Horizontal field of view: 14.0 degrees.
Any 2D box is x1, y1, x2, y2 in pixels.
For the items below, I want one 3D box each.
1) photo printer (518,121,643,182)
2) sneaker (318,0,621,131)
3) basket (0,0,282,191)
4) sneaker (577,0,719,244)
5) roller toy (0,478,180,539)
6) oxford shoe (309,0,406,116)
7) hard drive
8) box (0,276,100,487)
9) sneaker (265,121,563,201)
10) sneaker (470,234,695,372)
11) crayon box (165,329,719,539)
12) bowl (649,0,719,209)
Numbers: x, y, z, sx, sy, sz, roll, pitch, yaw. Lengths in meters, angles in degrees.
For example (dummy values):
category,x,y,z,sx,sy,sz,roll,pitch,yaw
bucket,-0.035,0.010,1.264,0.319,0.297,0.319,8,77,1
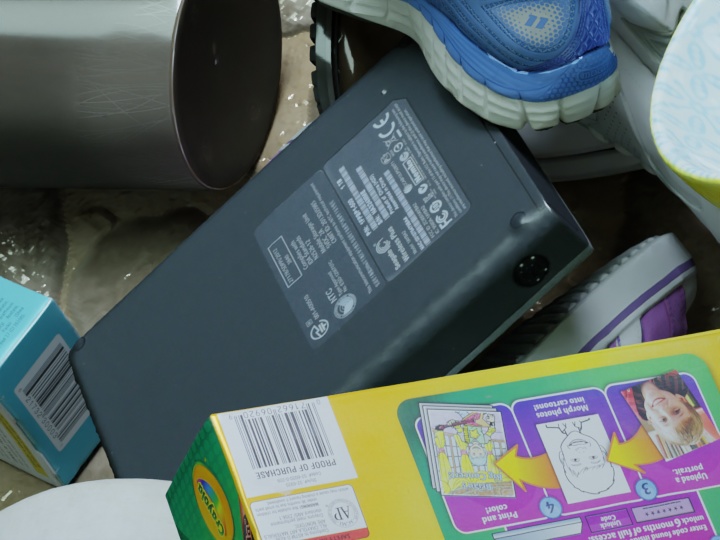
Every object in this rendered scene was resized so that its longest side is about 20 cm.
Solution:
category,x,y,z,sx,sy,sz,roll,pitch,yaw
photo printer,0.087,-0.126,1.265,0.165,0.070,0.201,0,56,25
sneaker,0.026,-0.137,1.103,0.078,0.090,0.200,-27,47,-35
basket,-0.147,-0.101,1.318,0.199,0.137,0.180,6,26,22
sneaker,0.125,-0.068,1.143,0.078,0.201,0.099,-32,2,-32
roller toy,-0.079,0.181,1.020,0.181,0.201,0.140,-1,32,7
oxford shoe,0.038,-0.135,1.201,0.084,0.073,0.201,9,60,28
hard drive,-0.018,0.012,1.110,0.200,0.033,0.140,-42,40,11
box,-0.199,0.023,1.282,0.199,0.082,0.049,22,65,36
sneaker,0.000,0.001,1.181,0.114,0.073,0.200,-43,22,-23
sneaker,0.090,0.074,1.109,0.073,0.114,0.200,-35,7,47
crayon box,0.050,0.096,0.961,0.199,0.058,0.119,-8,61,-25
bowl,0.212,-0.071,1.028,0.200,0.108,0.200,-37,24,19
